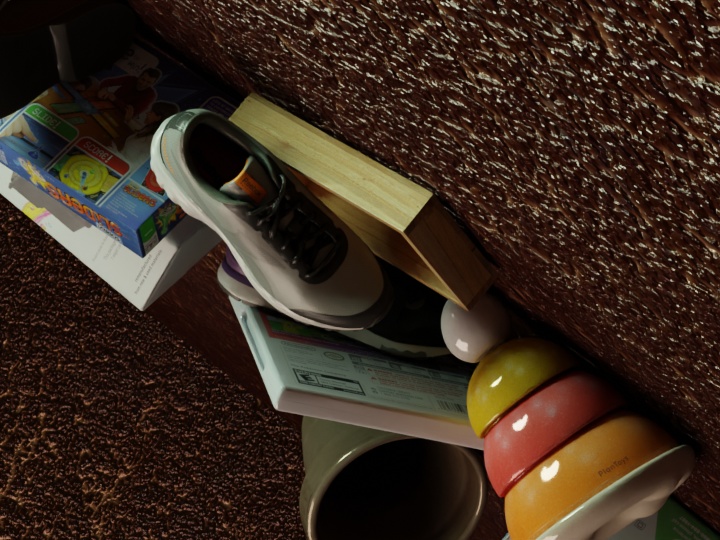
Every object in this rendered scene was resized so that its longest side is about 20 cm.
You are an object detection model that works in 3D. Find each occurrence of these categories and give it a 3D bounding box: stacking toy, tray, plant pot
[{"bbox_3d":[0.124,0.096,1.506,0.201,0.146,0.146,57,176,14],"label":"stacking toy"},{"bbox_3d":[-0.001,-0.049,1.477,0.200,0.037,0.099,31,167,44],"label":"tray"},{"bbox_3d":[0.013,0.205,2.310,0.200,0.200,0.175,46,-174,-36],"label":"plant pot"}]

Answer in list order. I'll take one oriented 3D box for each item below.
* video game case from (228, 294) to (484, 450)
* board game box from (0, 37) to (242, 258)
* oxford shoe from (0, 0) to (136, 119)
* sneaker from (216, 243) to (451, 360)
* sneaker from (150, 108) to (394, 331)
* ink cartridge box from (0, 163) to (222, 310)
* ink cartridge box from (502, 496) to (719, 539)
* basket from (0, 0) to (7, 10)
[{"bbox_3d":[0.013,0.070,1.603,0.198,0.023,0.182,12,-158,-20],"label":"video game case"},{"bbox_3d":[-0.190,-0.110,1.598,0.199,0.135,0.035,33,154,24],"label":"board game box"},{"bbox_3d":[-0.263,-0.158,1.571,0.071,0.199,0.072,38,138,38],"label":"oxford shoe"},{"bbox_3d":[0.000,0.000,1.605,0.198,0.088,0.076,17,-157,-10],"label":"sneaker"},{"bbox_3d":[-0.060,-0.032,1.464,0.200,0.074,0.079,41,167,-3],"label":"sneaker"},{"bbox_3d":[-0.196,-0.088,1.716,0.200,0.146,0.083,39,130,6],"label":"ink cartridge box"},{"bbox_3d":[0.174,0.255,1.730,0.145,0.200,0.084,38,172,4],"label":"ink cartridge box"},{"bbox_3d":[-0.348,-0.269,1.544,0.200,0.136,0.181,35,166,52],"label":"basket"}]
